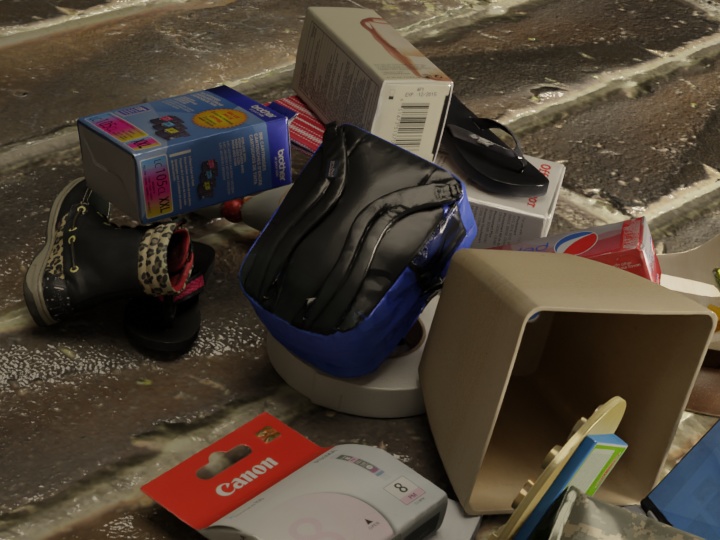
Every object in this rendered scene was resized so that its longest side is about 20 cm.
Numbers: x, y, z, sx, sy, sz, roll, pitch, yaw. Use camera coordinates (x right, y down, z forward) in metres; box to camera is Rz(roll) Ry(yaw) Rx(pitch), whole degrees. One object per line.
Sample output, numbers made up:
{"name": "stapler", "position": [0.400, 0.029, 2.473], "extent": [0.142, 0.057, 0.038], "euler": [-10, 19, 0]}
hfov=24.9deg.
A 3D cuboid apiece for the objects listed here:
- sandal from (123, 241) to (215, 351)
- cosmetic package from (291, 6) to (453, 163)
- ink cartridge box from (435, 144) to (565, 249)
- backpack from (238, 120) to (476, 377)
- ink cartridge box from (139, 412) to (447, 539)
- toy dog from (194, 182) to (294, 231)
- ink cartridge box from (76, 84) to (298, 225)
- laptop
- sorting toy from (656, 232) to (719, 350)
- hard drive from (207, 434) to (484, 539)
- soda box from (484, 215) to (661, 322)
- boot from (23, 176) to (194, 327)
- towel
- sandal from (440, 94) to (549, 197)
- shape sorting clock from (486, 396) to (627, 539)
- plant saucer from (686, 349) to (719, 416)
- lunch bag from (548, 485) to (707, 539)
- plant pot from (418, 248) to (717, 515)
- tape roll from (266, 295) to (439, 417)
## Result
{"name": "sandal", "position": [-0.186, 0.013, 1.613], "extent": [0.075, 0.045, 0.200], "euler": [10, 32, 0]}
{"name": "cosmetic package", "position": [0.009, -0.197, 1.739], "extent": [0.087, 0.104, 0.200], "euler": [-3, 33, -27]}
{"name": "ink cartridge box", "position": [0.113, -0.077, 1.798], "extent": [0.199, 0.085, 0.146], "euler": [15, 30, 8]}
{"name": "backpack", "position": [0.000, 0.000, 1.512], "extent": [0.162, 0.168, 0.200], "euler": [25, 67, 29]}
{"name": "ink cartridge box", "position": [-0.054, 0.181, 1.337], "extent": [0.200, 0.057, 0.162], "euler": [35, 40, 25]}
{"name": "toy dog", "position": [-0.090, -0.085, 1.729], "extent": [0.200, 0.132, 0.097], "euler": [24, 71, 9]}
{"name": "ink cartridge box", "position": [-0.158, -0.120, 1.605], "extent": [0.200, 0.077, 0.136], "euler": [-16, 28, -30]}
{"name": "laptop", "position": [0.268, 0.220, 1.351], "extent": [0.199, 0.116, 0.187], "euler": [-6, 35, -23]}
{"name": "sorting toy", "position": [0.352, 0.033, 1.626], "extent": [0.179, 0.107, 0.200], "euler": [3, 34, 4]}
{"name": "hard drive", "position": [-0.010, 0.213, 1.368], "extent": [0.199, 0.025, 0.132], "euler": [18, 34, 12]}
{"name": "soda box", "position": [0.195, 0.008, 1.630], "extent": [0.199, 0.070, 0.063], "euler": [-11, 27, 20]}
{"name": "boot", "position": [-0.231, -0.029, 1.592], "extent": [0.153, 0.074, 0.204], "euler": [-10, 35, 17]}
{"name": "towel", "position": [-0.015, -0.161, 1.794], "extent": [0.144, 0.023, 0.200], "euler": [29, 33, 33]}
{"name": "sandal", "position": [0.125, -0.144, 1.766], "extent": [0.076, 0.043, 0.200], "euler": [-17, 50, -41]}
{"name": "shape sorting clock", "position": [0.147, 0.181, 1.300], "extent": [0.039, 0.200, 0.200], "euler": [36, 40, 21]}
{"name": "plant saucer", "position": [0.352, 0.075, 1.675], "extent": [0.200, 0.037, 0.201], "euler": [7, 32, -4]}
{"name": "lunch bag", "position": [0.194, 0.291, 1.213], "extent": [0.164, 0.118, 0.200], "euler": [19, 59, 16]}
{"name": "plant pot", "position": [0.160, 0.082, 1.451], "extent": [0.199, 0.201, 0.177], "euler": [2, 26, -28]}
{"name": "tape roll", "position": [0.008, 0.068, 1.589], "extent": [0.202, 0.037, 0.203], "euler": [8, 32, -5]}
